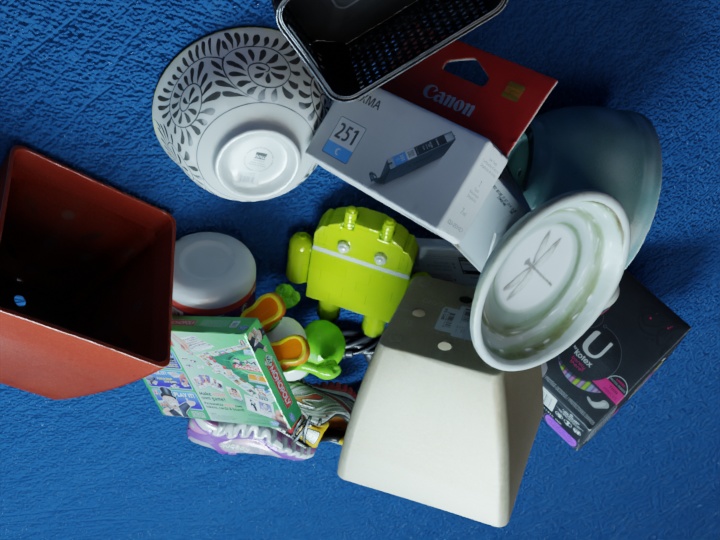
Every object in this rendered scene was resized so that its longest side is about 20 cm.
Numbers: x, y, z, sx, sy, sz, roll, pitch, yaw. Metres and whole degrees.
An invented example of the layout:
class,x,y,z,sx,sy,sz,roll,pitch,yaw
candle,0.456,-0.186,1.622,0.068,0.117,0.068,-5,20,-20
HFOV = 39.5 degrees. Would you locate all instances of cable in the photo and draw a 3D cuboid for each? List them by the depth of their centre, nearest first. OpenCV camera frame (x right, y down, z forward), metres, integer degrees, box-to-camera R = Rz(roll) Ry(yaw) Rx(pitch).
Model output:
class,x,y,z,sx,sy,sz,roll,pitch,yaw
cable,-0.036,0.142,1.361,0.198,0.051,0.164,16,128,-28

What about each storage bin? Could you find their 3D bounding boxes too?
class,x,y,z,sx,sy,sz,roll,pitch,yaw
storage bin,0.022,-0.271,0.937,0.198,0.094,0.135,-30,135,12

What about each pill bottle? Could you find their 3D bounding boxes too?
class,x,y,z,sx,sy,sz,roll,pitch,yaw
pill bottle,-0.180,0.060,1.191,0.111,0.113,0.202,-5,136,-12

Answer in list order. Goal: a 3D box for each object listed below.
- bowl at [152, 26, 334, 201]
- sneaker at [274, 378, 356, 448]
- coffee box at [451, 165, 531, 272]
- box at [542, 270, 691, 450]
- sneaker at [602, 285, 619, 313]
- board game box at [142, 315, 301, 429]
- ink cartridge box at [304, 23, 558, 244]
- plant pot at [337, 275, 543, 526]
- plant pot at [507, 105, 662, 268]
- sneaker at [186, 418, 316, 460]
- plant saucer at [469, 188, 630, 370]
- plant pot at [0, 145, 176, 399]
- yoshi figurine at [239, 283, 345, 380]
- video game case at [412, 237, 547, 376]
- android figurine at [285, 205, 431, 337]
class,x,y,z,sx,sy,sz,roll,pitch,yaw
bowl,-0.111,-0.137,1.029,0.198,0.095,0.202,-8,135,-8
sneaker,-0.078,0.181,1.295,0.198,0.083,0.078,12,125,-30
coffee box,0.098,-0.112,1.038,0.079,0.201,0.114,-34,133,15
box,0.315,0.116,1.317,0.200,0.122,0.106,-41,161,-16
sneaker,0.226,0.050,1.257,0.197,0.076,0.084,-12,165,13
board game box,-0.172,0.112,1.125,0.198,0.029,0.136,1,125,34
ink cartridge box,0.060,-0.145,0.954,0.045,0.199,0.178,30,92,-50
plant pot,0.098,0.125,1.114,0.197,0.200,0.179,13,127,16
plant pot,0.217,-0.094,1.106,0.132,0.202,0.202,13,130,-17
sneaker,-0.156,0.224,1.394,0.198,0.081,0.089,21,132,-26
plant saucer,0.177,0.003,0.985,0.198,0.050,0.202,-21,131,-25
plant pot,-0.329,0.028,1.068,0.198,0.202,0.176,25,134,-34
yoshi figurine,-0.070,0.082,1.196,0.110,0.114,0.200,16,169,10
video game case,0.115,0.042,1.207,0.198,0.022,0.184,4,128,38
android figurine,0.000,0.000,1.194,0.180,0.041,0.201,19,139,4
